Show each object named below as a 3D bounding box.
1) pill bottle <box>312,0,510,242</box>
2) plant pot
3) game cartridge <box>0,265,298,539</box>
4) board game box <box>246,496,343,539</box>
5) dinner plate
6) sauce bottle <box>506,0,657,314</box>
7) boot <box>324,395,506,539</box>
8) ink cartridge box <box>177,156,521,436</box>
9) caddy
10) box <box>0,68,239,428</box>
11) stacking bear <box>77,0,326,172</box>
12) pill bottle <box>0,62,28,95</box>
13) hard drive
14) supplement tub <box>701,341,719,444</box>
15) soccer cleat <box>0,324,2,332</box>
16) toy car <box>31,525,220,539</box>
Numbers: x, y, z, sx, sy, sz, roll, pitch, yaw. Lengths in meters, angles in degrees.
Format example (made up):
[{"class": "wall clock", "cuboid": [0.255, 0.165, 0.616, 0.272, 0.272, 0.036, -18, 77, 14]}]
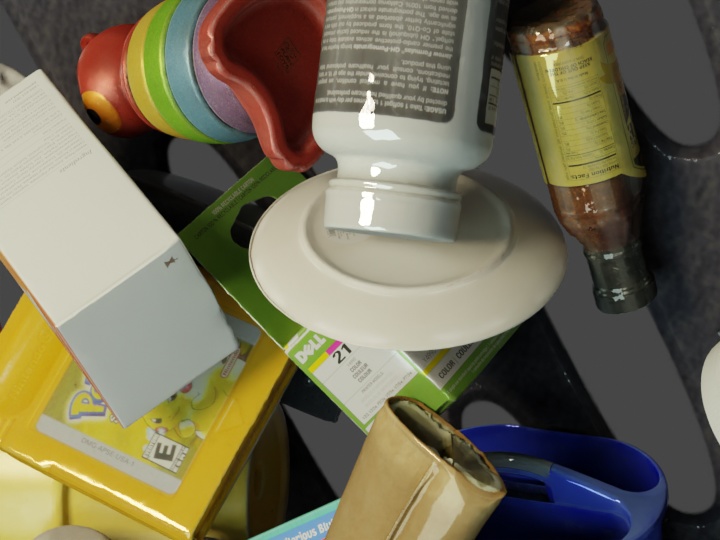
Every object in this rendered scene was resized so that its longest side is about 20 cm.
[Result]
[{"class": "pill bottle", "cuboid": [0.030, -0.120, 1.393, 0.110, 0.111, 0.201, 6, 89, 28]}, {"class": "plant pot", "cuboid": [-0.156, 0.149, 1.690, 0.188, 0.201, 0.202, 2, 120, 12]}, {"class": "game cartridge", "cuboid": [-0.156, 0.071, 1.595, 0.199, 0.177, 0.032, 24, 166, 17]}, {"class": "board game box", "cuboid": [0.015, 0.245, 1.506, 0.152, 0.045, 0.201, -27, 79, 28]}, {"class": "dinner plate", "cuboid": [0.030, -0.020, 1.450, 0.199, 0.200, 0.024, 16, 130, 23]}, {"class": "sauce bottle", "cuboid": [0.142, -0.070, 1.443, 0.066, 0.066, 0.201, 0, 119, 32]}, {"class": "boot", "cuboid": [0.032, 0.207, 1.428, 0.175, 0.066, 0.200, 38, 111, 22]}, {"class": "ink cartridge box", "cuboid": [0.000, 0.000, 1.515, 0.200, 0.148, 0.076, 45, 129, 0]}, {"class": "caddy", "cuboid": [0.110, 0.166, 1.557, 0.199, 0.141, 0.105, 6, 123, 28]}, {"class": "box", "cuboid": [-0.183, -0.016, 1.534, 0.200, 0.097, 0.125, 48, 170, 39]}, {"class": "stacking bear", "cuboid": [-0.110, -0.131, 1.531, 0.199, 0.114, 0.122, -3, 131, 45]}, {"class": "pill bottle", "cuboid": [-0.313, -0.061, 1.695, 0.200, 0.114, 0.114, -34, 98, 40]}, {"class": "hard drive", "cuboid": [-0.085, 0.012, 1.647, 0.199, 0.042, 0.135, 26, 129, 17]}, {"class": "supplement tub", "cuboid": [0.309, 0.042, 1.363, 0.132, 0.132, 0.200, 45, 132, 0]}, {"class": "soccer cleat", "cuboid": [-0.371, 0.041, 1.818, 0.199, 0.076, 0.067, 9, 123, 27]}, {"class": "toy car", "cuboid": [-0.157, 0.277, 1.569, 0.199, 0.150, 0.176, 6, 112, -8]}]
